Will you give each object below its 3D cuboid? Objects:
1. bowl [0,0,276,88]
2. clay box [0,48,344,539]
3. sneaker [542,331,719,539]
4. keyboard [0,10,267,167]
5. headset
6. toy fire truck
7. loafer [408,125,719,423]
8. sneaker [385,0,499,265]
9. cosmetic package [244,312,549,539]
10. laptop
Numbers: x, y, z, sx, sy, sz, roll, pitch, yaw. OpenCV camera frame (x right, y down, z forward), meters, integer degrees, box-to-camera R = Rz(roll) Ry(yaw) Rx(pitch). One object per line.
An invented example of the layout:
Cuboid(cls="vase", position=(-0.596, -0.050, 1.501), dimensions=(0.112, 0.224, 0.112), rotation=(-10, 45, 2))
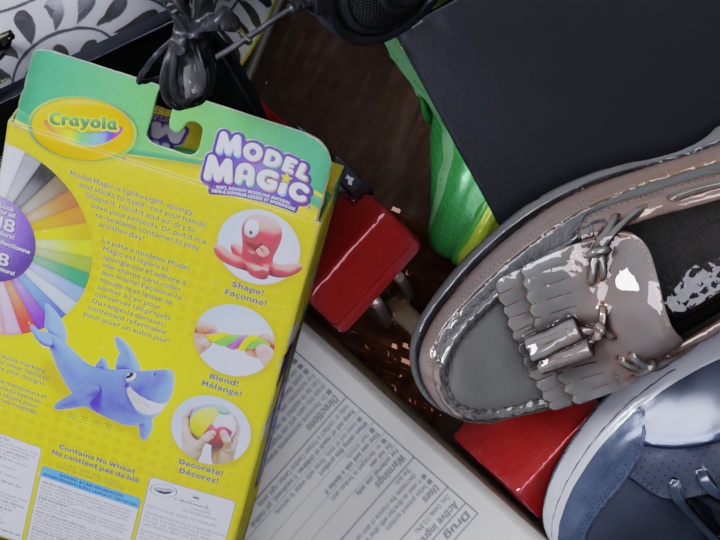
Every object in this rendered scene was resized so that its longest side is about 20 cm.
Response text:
Cuboid(cls="bowl", position=(-0.133, -0.142, 1.111), dimensions=(0.200, 0.094, 0.202), rotation=(-5, 72, 15))
Cuboid(cls="clay box", position=(-0.079, 0.015, 1.050), dimensions=(0.114, 0.048, 0.201), rotation=(18, 120, 3))
Cuboid(cls="sneaker", position=(0.161, 0.083, 1.043), dimensions=(0.202, 0.146, 0.077), rotation=(-36, 130, 18))
Cuboid(cls="keyboard", position=(-0.140, -0.047, 1.073), dimensions=(0.199, 0.104, 0.040), rotation=(-25, 44, 3))
Cuboid(cls="headset", position=(-0.027, -0.129, 1.014), dimensions=(0.123, 0.094, 0.200), rotation=(13, 45, 14))
Cuboid(cls="toy fire truck", position=(0.000, 0.000, 1.135), dimensions=(0.049, 0.141, 0.200), rotation=(-47, 49, -1))
Cuboid(cls="loafer", position=(0.112, -0.003, 1.056), dimensions=(0.200, 0.063, 0.072), rotation=(-29, 114, -7))
Cuboid(cls="sneaker", position=(0.035, -0.098, 1.153), dimensions=(0.083, 0.074, 0.201), rotation=(1, 79, 3))
Cuboid(cls="cosmetic package", position=(-0.032, 0.075, 1.150), dimensions=(0.200, 0.071, 0.105), rotation=(43, 92, 1))
Cuboid(cls="laptop", position=(0.087, -0.128, 1.111), dimensions=(0.177, 0.103, 0.200), rotation=(-30, 56, -1))
